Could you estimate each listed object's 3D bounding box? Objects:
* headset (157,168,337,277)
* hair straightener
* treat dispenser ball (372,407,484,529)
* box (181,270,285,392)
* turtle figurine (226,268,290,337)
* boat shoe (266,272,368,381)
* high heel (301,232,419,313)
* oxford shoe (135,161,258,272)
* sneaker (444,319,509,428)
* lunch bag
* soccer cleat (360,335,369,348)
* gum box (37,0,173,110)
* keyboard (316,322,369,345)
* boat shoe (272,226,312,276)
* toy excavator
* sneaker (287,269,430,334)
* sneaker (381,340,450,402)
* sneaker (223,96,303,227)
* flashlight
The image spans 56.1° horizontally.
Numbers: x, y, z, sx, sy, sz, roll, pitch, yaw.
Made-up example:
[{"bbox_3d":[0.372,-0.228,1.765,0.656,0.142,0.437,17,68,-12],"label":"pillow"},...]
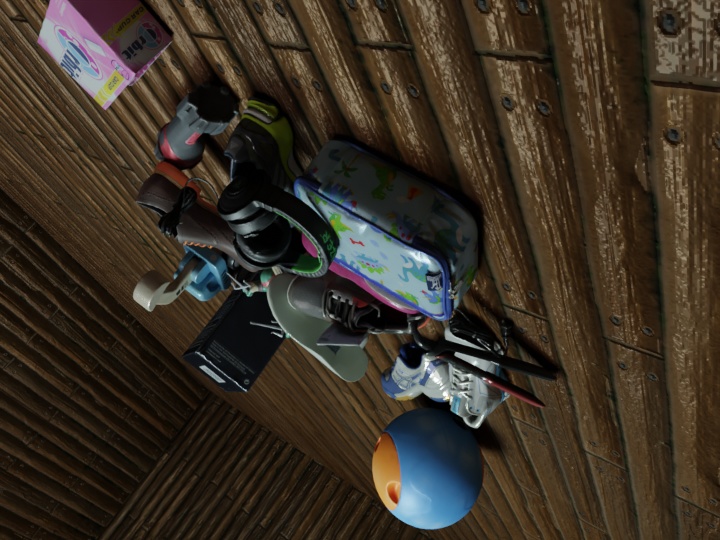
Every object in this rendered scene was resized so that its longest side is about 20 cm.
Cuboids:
[{"bbox_3d":[-0.121,-0.044,0.732,0.197,0.095,0.124,23,153,20],"label":"headset"},{"bbox_3d":[0.148,0.090,0.807,0.197,0.078,0.041,26,-176,-5],"label":"hair straightener"},{"bbox_3d":[0.119,0.346,1.190,0.199,0.202,0.202,32,159,14],"label":"treat dispenser ball"},{"bbox_3d":[-0.216,0.113,1.263,0.123,0.200,0.199,39,160,-12],"label":"box"},{"bbox_3d":[-0.119,0.050,1.111,0.199,0.101,0.150,35,-171,-43],"label":"turtle figurine"},{"bbox_3d":[-0.070,0.083,0.972,0.201,0.070,0.071,49,164,-23],"label":"boat shoe"},{"bbox_3d":[0.000,0.000,0.849,0.199,0.067,0.097,36,151,17],"label":"high heel"},{"bbox_3d":[-0.216,-0.055,0.926,0.199,0.073,0.071,42,159,-17],"label":"oxford shoe"},{"bbox_3d":[0.147,0.146,0.898,0.074,0.087,0.201,21,152,40],"label":"sneaker"},{"bbox_3d":[0.030,-0.037,0.721,0.198,0.083,0.162,31,161,21],"label":"lunch bag"},{"bbox_3d":[-0.053,0.065,1.066,0.069,0.078,0.201,10,146,50],"label":"soccer cleat"},{"bbox_3d":[-0.311,-0.273,0.807,0.114,0.066,0.199,48,157,-21],"label":"gum box"},{"bbox_3d":[-0.008,0.073,0.920,0.055,0.011,0.200,6,-169,11],"label":"keyboard"},{"bbox_3d":[-0.092,-0.016,0.956,0.200,0.075,0.073,48,169,-25],"label":"boat shoe"},{"bbox_3d":[-0.292,0.009,1.172,0.099,0.201,0.195,32,159,11],"label":"toy excavator"},{"bbox_3d":[-0.009,0.041,0.866,0.196,0.082,0.079,5,108,16],"label":"sneaker"},{"bbox_3d":[0.084,0.146,1.041,0.089,0.075,0.199,54,150,-10],"label":"sneaker"},{"bbox_3d":[-0.116,-0.110,0.804,0.073,0.081,0.201,28,157,24],"label":"sneaker"},{"bbox_3d":[-0.207,-0.177,0.851,0.068,0.068,0.199,49,153,-17],"label":"flashlight"}]
